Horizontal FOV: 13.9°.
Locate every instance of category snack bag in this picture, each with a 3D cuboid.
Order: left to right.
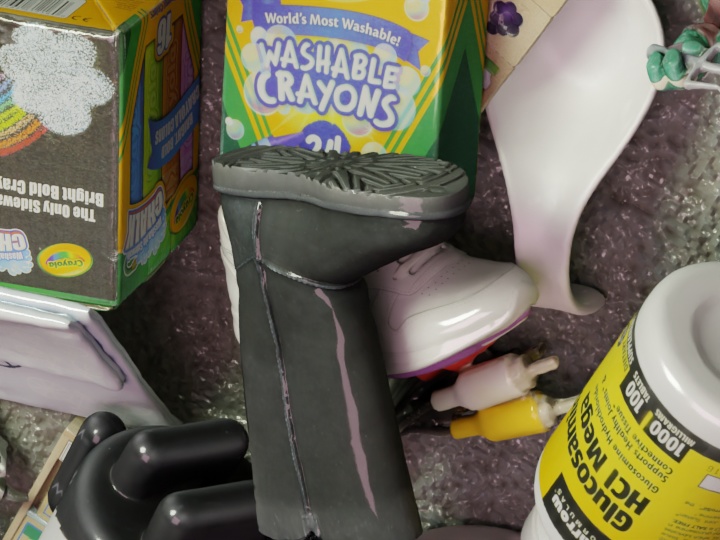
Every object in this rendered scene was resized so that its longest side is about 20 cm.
[{"bbox_3d":[-0.207,0.042,1.599,0.188,0.200,0.021,11,71,15],"label":"snack bag"}]

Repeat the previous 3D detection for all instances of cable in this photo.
[{"bbox_3d":[0.023,0.075,1.591,0.200,0.050,0.097,-32,96,26],"label":"cable"}]

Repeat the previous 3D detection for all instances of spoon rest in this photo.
[{"bbox_3d":[0.104,-0.066,1.499,0.099,0.061,0.200,9,115,19],"label":"spoon rest"}]

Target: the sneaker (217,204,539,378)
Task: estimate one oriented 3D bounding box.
[{"bbox_3d":[0.000,0.000,1.528,0.200,0.075,0.100,2,117,39],"label":"sneaker"}]

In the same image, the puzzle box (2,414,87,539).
[{"bbox_3d":[-0.112,0.187,1.701,0.200,0.025,0.133,33,119,4],"label":"puzzle box"}]

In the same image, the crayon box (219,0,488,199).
[{"bbox_3d":[-0.002,-0.136,1.478,0.126,0.052,0.200,12,108,26],"label":"crayon box"}]

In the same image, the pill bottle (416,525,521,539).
[{"bbox_3d":[0.061,0.251,1.616,0.114,0.114,0.200,7,114,17],"label":"pill bottle"}]

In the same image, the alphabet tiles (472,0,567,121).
[{"bbox_3d":[-0.001,-0.159,1.505,0.200,0.008,0.167,45,120,12],"label":"alphabet tiles"}]

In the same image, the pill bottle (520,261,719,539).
[{"bbox_3d":[0.156,0.096,1.498,0.112,0.112,0.200,33,136,4],"label":"pill bottle"}]

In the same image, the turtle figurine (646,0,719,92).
[{"bbox_3d":[0.187,-0.140,1.415,0.200,0.101,0.150,43,85,13],"label":"turtle figurine"}]

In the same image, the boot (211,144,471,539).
[{"bbox_3d":[0.001,0.045,1.454,0.165,0.066,0.200,12,112,50],"label":"boot"}]

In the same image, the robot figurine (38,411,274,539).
[{"bbox_3d":[-0.116,0.164,1.594,0.125,0.150,0.200,24,133,-7],"label":"robot figurine"}]

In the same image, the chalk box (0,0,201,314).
[{"bbox_3d":[-0.161,-0.060,1.562,0.125,0.124,0.200,11,115,14],"label":"chalk box"}]

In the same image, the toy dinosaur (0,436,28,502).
[{"bbox_3d":[-0.268,0.141,1.665,0.102,0.136,0.200,-47,65,38],"label":"toy dinosaur"}]

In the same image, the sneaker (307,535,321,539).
[{"bbox_3d":[-0.034,0.227,1.644,0.086,0.078,0.200,27,125,-7],"label":"sneaker"}]
